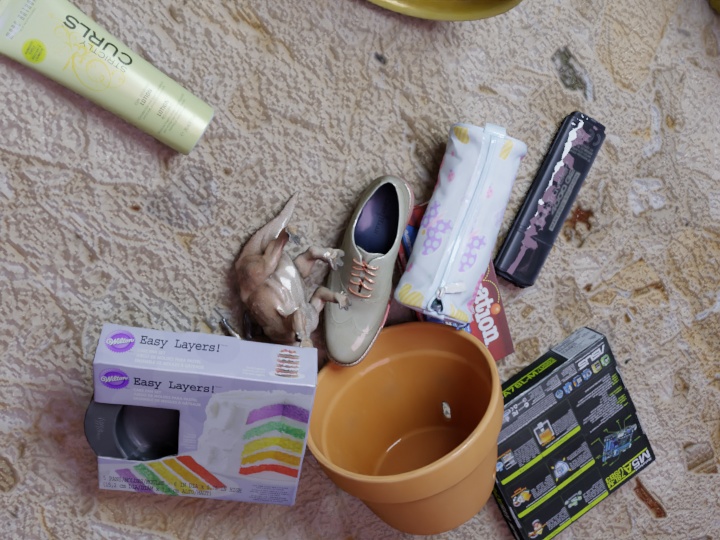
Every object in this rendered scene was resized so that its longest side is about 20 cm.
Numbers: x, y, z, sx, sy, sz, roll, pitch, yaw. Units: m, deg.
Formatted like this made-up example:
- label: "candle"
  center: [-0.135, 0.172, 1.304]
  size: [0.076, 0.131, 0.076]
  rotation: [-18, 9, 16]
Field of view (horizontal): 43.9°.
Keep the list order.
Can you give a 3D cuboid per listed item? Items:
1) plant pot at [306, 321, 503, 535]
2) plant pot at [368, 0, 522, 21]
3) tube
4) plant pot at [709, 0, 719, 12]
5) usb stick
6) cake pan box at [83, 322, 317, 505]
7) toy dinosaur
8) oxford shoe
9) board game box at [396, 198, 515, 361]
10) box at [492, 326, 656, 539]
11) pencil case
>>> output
- label: "plant pot"
  center: [0.056, 0.171, 0.903]
  size: [0.200, 0.200, 0.140]
  rotation: [-31, 127, -12]
- label: "plant pot"
  center: [0.072, -0.353, 0.789]
  size: [0.200, 0.201, 0.190]
  rotation: [17, 80, -24]
- label: "tube"
  center: [-0.225, -0.174, 0.782]
  size: [0.200, 0.052, 0.058]
  rotation: [33, 48, -20]
- label: "plant pot"
  center: [0.442, -0.367, 0.930]
  size: [0.200, 0.176, 0.200]
  rotation: [44, 84, -24]
- label: "usb stick"
  center: [0.207, -0.076, 0.983]
  size: [0.055, 0.033, 0.201]
  rotation: [25, 92, -18]
- label: "cake pan box"
  center: [-0.146, 0.136, 0.814]
  size: [0.199, 0.052, 0.185]
  rotation: [8, 129, -7]
- label: "toy dinosaur"
  center: [-0.088, 0.027, 0.868]
  size: [0.086, 0.135, 0.201]
  rotation: [-1, 79, -52]
- label: "oxford shoe"
  center: [0.000, 0.000, 0.885]
  size: [0.070, 0.074, 0.201]
  rotation: [13, 94, 6]
- label: "board game box"
  center: [0.100, 0.019, 0.969]
  size: [0.103, 0.019, 0.201]
  rotation: [-23, 109, -17]
- label: "box"
  center: [0.234, 0.199, 1.050]
  size: [0.200, 0.047, 0.194]
  rotation: [-33, 114, -13]
- label: "pencil case"
  center: [0.099, -0.046, 0.895]
  size: [0.083, 0.091, 0.201]
  rotation: [19, 90, 15]
